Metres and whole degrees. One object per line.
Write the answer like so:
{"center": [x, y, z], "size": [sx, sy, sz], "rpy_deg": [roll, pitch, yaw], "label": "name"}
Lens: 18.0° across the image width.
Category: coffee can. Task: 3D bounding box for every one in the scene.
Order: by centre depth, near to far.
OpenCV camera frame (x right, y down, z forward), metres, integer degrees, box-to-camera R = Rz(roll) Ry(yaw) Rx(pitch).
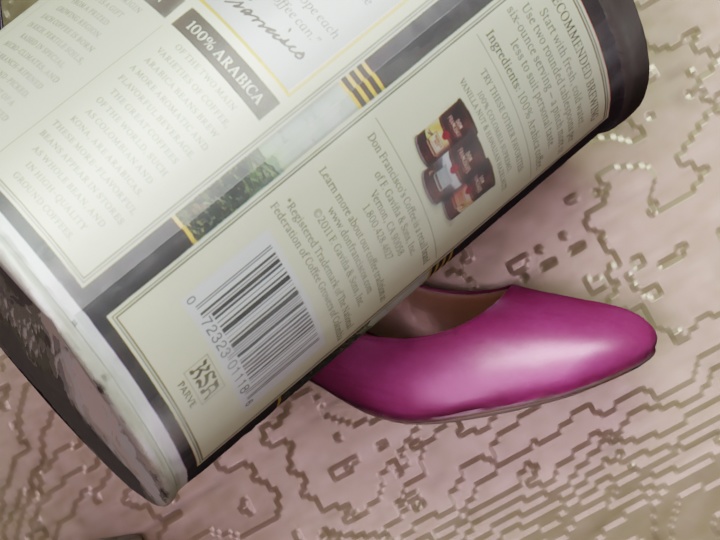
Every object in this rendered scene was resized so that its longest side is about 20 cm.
{"center": [-0.031, -0.047, 0.707], "size": [0.200, 0.146, 0.146], "rpy_deg": [-39, 83, -14], "label": "coffee can"}

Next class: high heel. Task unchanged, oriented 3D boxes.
{"center": [0.000, 0.000, 0.777], "size": [0.199, 0.067, 0.097], "rpy_deg": [-4, 103, 17], "label": "high heel"}

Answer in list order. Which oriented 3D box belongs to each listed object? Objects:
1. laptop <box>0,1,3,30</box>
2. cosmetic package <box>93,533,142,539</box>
{"center": [-0.204, -0.151, 0.797], "size": [0.199, 0.116, 0.188], "rpy_deg": [-5, 91, 14], "label": "laptop"}
{"center": [-0.124, 0.158, 0.750], "size": [0.073, 0.200, 0.104], "rpy_deg": [-11, 90, 14], "label": "cosmetic package"}
